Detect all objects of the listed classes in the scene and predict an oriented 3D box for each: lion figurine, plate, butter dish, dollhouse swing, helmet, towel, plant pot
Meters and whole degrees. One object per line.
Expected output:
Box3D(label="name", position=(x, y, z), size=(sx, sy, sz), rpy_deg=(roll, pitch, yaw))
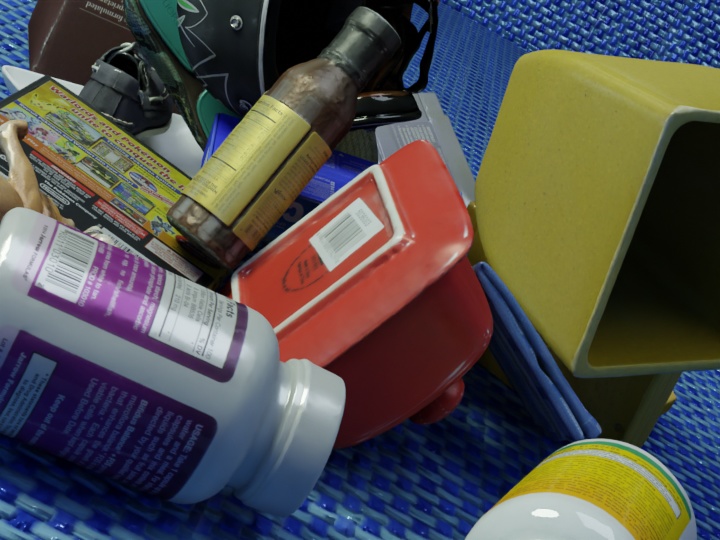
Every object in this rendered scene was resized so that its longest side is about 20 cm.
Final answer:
Box3D(label="lion figurine", position=(-0.223, -0.044, 0.853), size=(0.200, 0.072, 0.123), rpy_deg=(32, 33, -59))
Box3D(label="plate", position=(-0.178, -0.088, 1.190), size=(0.199, 0.032, 0.200), rpy_deg=(13, 25, -40))
Box3D(label="butter dish", position=(0.012, 0.040, 0.957), size=(0.148, 0.199, 0.200), rpy_deg=(48, 10, -22))
Box3D(label="dollhouse swing", position=(0.193, 0.033, 1.237), size=(0.200, 0.182, 0.176), rpy_deg=(38, 41, 24))
Box3D(label="helmet", position=(-0.043, -0.195, 1.107), size=(0.190, 0.200, 0.200), rpy_deg=(4, 24, -12))
Box3D(label="towel", position=(0.117, 0.060, 1.070), size=(0.147, 0.024, 0.200), rpy_deg=(58, -2, 4))
Box3D(label="plant pot", position=(0.191, -0.061, 1.048), size=(0.195, 0.195, 0.200), rpy_deg=(-1, 29, -36))

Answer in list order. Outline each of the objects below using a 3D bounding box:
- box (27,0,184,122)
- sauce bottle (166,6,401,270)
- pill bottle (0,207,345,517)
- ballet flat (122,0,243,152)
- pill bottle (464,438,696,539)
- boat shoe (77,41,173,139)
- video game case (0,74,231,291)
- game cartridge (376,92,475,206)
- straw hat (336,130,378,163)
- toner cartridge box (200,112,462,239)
Box3D(label="box", position=(-0.190, -0.254, 1.345), size=(0.166, 0.200, 0.164), rpy_deg=(22, 19, -23))
Box3D(label="sauce bottle", position=(-0.048, -0.092, 1.006), size=(0.065, 0.200, 0.065), rpy_deg=(40, -9, 7))
Box3D(label="pill bottle", position=(-0.113, 0.055, 0.774), size=(0.200, 0.112, 0.112), rpy_deg=(26, 18, -14))
Box3D(label="ballet flat", position=(-0.130, -0.156, 1.200), size=(0.074, 0.074, 0.200), rpy_deg=(-87, 152, -70))
Box3D(label="pill bottle", position=(0.117, 0.169, 0.821), size=(0.113, 0.113, 0.200), rpy_deg=(34, 19, 14))
Box3D(label="boat shoe", position=(-0.183, -0.150, 1.194), size=(0.073, 0.063, 0.200), rpy_deg=(25, 17, -4))
Box3D(label="video game case", position=(-0.179, -0.047, 1.019), size=(0.200, 0.026, 0.181), rpy_deg=(36, 26, -1))
Box3D(label="game cartridge", position=(0.041, -0.084, 1.357), size=(0.129, 0.038, 0.200), rpy_deg=(0, 51, -24))
Box3D(label="straw hat", position=(-0.070, -0.113, 1.271), size=(0.085, 0.201, 0.201), rpy_deg=(-20, 44, -25))
Box3D(label="toner cartridge box", position=(-0.021, -0.051, 1.095), size=(0.200, 0.043, 0.095), rpy_deg=(18, 30, -10))
